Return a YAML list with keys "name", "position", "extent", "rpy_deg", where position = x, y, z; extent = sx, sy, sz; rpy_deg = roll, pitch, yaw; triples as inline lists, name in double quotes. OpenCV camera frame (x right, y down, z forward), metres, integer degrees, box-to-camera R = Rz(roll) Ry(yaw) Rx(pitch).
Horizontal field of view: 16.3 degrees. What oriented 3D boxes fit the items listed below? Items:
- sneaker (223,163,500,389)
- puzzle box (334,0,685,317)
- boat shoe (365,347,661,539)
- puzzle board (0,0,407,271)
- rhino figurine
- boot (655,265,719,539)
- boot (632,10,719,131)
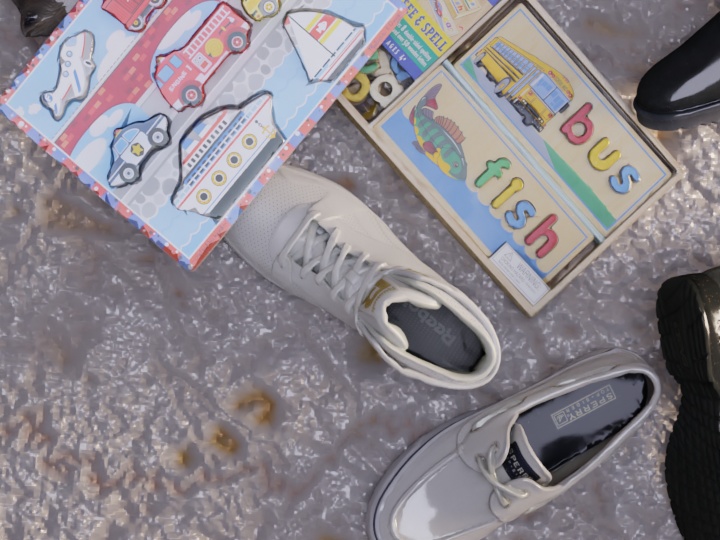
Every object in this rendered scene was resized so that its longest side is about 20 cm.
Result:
- name: "sneaker"
  position: [0.000, 0.000, 1.465]
  extent: [0.199, 0.116, 0.074]
  rpy_deg: [33, 89, -4]
- name: "puzzle box"
  position: [0.085, -0.088, 1.518]
  extent: [0.133, 0.025, 0.200]
  rpy_deg: [-43, 94, -5]
- name: "boat shoe"
  position: [0.093, 0.113, 1.500]
  extent: [0.199, 0.066, 0.072]
  rpy_deg: [-27, 94, -5]
- name: "puzzle board"
  position: [-0.091, -0.122, 1.444]
  extent: [0.151, 0.017, 0.200]
  rpy_deg: [40, 94, -5]
- name: "rhino figurine"
  position: [-0.118, -0.145, 1.479]
  extent: [0.199, 0.060, 0.088]
  rpy_deg: [19, 93, -5]
- name: "boot"
  position: [0.252, 0.080, 1.515]
  extent: [0.130, 0.068, 0.201]
  rpy_deg: [-14, 109, -25]
- name: "boot"
  position: [0.216, -0.200, 1.473]
  extent: [0.164, 0.066, 0.201]
  rpy_deg: [-23, 118, -10]
